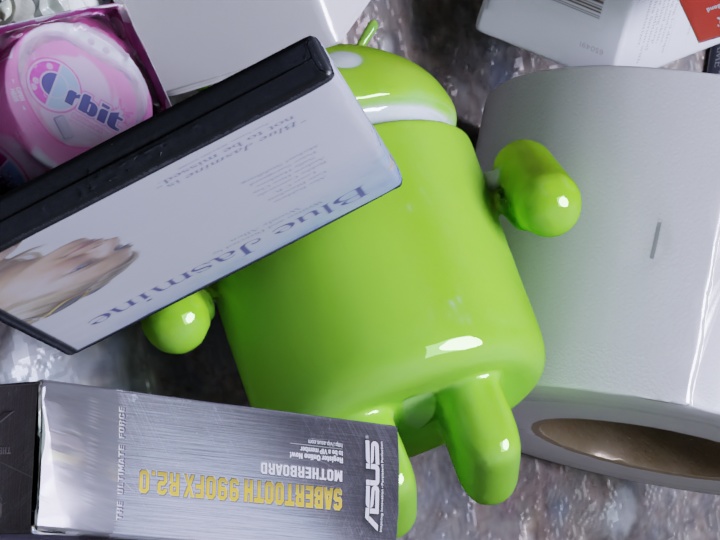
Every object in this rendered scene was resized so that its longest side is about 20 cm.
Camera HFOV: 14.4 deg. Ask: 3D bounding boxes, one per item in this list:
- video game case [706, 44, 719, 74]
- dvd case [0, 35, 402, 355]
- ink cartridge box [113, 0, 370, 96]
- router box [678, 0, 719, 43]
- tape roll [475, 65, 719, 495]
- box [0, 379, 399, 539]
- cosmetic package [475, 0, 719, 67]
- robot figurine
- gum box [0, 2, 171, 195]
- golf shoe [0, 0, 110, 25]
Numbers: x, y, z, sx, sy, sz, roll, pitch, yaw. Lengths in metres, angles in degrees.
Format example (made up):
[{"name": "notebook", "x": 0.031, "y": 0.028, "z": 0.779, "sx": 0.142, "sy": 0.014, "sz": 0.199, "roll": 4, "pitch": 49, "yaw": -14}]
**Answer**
[{"name": "video game case", "x": 0.222, "y": -0.085, "z": 1.438, "sx": 0.143, "sy": 0.019, "sz": 0.200, "roll": 20, "pitch": 76, "yaw": -44}, {"name": "dvd case", "x": -0.061, "y": -0.019, "z": 0.963, "sx": 0.018, "sy": 0.143, "sz": 0.200, "roll": 63, "pitch": 3, "yaw": 10}, {"name": "ink cartridge box", "x": -0.058, "y": -0.188, "z": 1.074, "sx": 0.200, "sy": 0.084, "sz": 0.146, "roll": 68, "pitch": 25, "yaw": -20}, {"name": "router box", "x": 0.153, "y": -0.215, "z": 1.162, "sx": 0.180, "sy": 0.049, "sz": 0.200, "roll": 62, "pitch": 35, "yaw": -17}, {"name": "tape roll", "x": 0.138, "y": 0.011, "z": 1.220, "sx": 0.203, "sy": 0.203, "sz": 0.139, "roll": 23, "pitch": 74, "yaw": -43}, {"name": "box", "x": -0.111, "y": 0.071, "z": 0.965, "sx": 0.158, "sy": 0.200, "sz": 0.048, "roll": 9, "pitch": 79, "yaw": -46}, {"name": "cosmetic package", "x": 0.136, "y": -0.155, "z": 1.260, "sx": 0.200, "sy": 0.071, "sz": 0.101, "roll": -23, "pitch": 132, "yaw": -57}, {"name": "robot figurine", "x": 0.000, "y": 0.000, "z": 1.114, "sx": 0.116, "sy": 0.175, "sz": 0.200, "roll": 78, "pitch": -7, "yaw": -71}, {"name": "gum box", "x": -0.171, "y": -0.020, "z": 0.945, "sx": 0.200, "sy": 0.114, "sz": 0.066, "roll": -16, "pitch": 75, "yaw": -38}, {"name": "golf shoe", "x": -0.151, "y": -0.154, "z": 1.036, "sx": 0.200, "sy": 0.078, "sz": 0.097, "roll": 68, "pitch": 31, "yaw": -27}]
